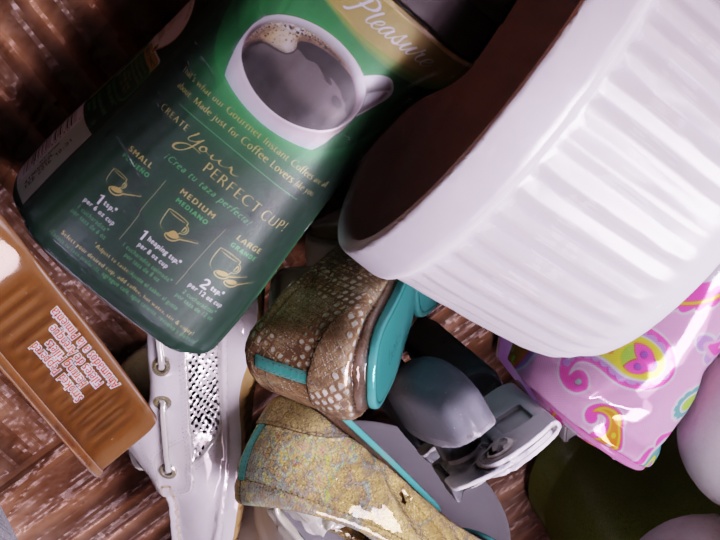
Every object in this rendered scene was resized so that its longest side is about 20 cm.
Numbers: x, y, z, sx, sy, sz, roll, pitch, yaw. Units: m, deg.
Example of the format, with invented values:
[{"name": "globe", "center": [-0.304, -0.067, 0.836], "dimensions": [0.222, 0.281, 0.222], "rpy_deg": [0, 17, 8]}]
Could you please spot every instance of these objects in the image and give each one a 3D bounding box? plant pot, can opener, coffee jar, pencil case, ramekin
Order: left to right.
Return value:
[{"name": "coffee jar", "center": [-0.035, -0.071, 0.819], "dimensions": [0.104, 0.085, 0.200], "rpy_deg": [40, 104, -14]}, {"name": "can opener", "center": [0.035, 0.049, 0.955], "dimensions": [0.053, 0.200, 0.067], "rpy_deg": [-32, 106, -5]}, {"name": "ramekin", "center": [0.090, -0.060, 0.830], "dimensions": [0.105, 0.200, 0.200], "rpy_deg": [36, 108, -12]}, {"name": "pencil case", "center": [0.150, -0.011, 0.922], "dimensions": [0.200, 0.087, 0.087], "rpy_deg": [-53, 141, 5]}, {"name": "plant pot", "center": [0.193, 0.155, 1.156], "dimensions": [0.200, 0.193, 0.201], "rpy_deg": [-21, 140, -18]}]

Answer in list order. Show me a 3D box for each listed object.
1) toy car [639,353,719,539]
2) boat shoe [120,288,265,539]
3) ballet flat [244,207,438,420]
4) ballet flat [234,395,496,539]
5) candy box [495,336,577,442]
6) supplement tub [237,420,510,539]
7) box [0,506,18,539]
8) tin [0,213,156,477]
[{"name": "toy car", "center": [0.218, 0.133, 0.937], "dimensions": [0.175, 0.150, 0.200], "rpy_deg": [18, 99, -5]}, {"name": "boat shoe", "center": [-0.082, 0.057, 0.948], "dimensions": [0.069, 0.071, 0.200], "rpy_deg": [3, 120, -5]}, {"name": "ballet flat", "center": [0.000, 0.000, 0.917], "dimensions": [0.200, 0.065, 0.071], "rpy_deg": [-51, 147, -65]}, {"name": "ballet flat", "center": [0.026, 0.131, 0.936], "dimensions": [0.200, 0.071, 0.071], "rpy_deg": [38, 105, -17]}, {"name": "candy box", "center": [0.173, -0.024, 1.052], "dimensions": [0.200, 0.072, 0.168], "rpy_deg": [-19, 139, -21]}, {"name": "supplement tub", "center": [-0.014, 0.189, 1.070], "dimensions": [0.145, 0.145, 0.200], "rpy_deg": [-6, 134, -33]}, {"name": "box", "center": [-0.160, 0.144, 0.865], "dimensions": [0.049, 0.200, 0.082], "rpy_deg": [-36, 143, 1]}, {"name": "tin", "center": [-0.139, 0.004, 0.810], "dimensions": [0.042, 0.112, 0.200], "rpy_deg": [-41, 144, -9]}]
